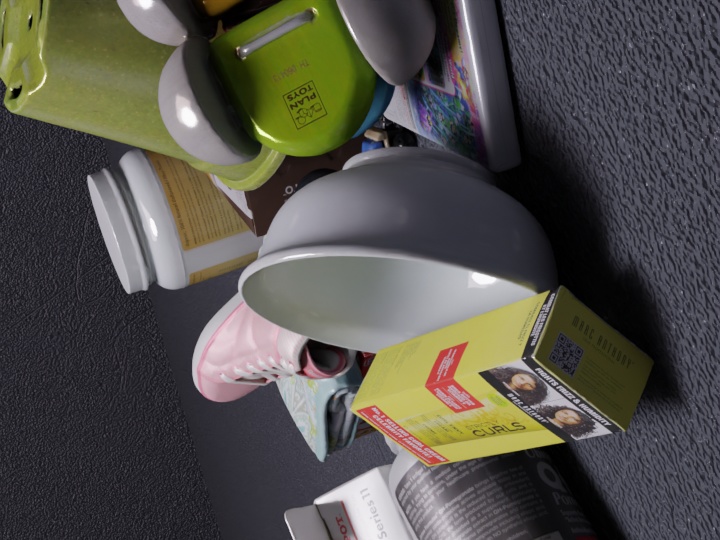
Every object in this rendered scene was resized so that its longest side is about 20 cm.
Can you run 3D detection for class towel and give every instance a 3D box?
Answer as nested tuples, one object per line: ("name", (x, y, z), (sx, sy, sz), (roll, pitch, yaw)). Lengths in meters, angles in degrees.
("towel", (-0.052, 0.073, 1.228), (0.200, 0.048, 0.171), (102, 144, -62))

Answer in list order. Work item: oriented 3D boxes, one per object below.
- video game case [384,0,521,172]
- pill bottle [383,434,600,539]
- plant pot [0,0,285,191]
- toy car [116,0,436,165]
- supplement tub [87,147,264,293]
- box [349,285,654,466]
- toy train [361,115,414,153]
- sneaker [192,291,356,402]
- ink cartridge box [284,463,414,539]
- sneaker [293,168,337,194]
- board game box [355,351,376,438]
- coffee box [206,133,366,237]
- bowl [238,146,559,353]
("video game case", (0.037, -0.175, 0.826), (0.182, 0.024, 0.200), (-141, 36, -63))
("pill bottle", (0.087, 0.161, 0.898), (0.111, 0.111, 0.200), (92, 154, -54))
("plant pot", (-0.156, -0.167, 0.951), (0.200, 0.184, 0.201), (-14, 73, 59))
("toy car", (-0.043, -0.164, 0.830), (0.200, 0.175, 0.150), (68, -161, 10))
("supplement tub", (-0.153, -0.066, 1.298), (0.145, 0.200, 0.145), (161, 90, -75))
("box", (0.076, 0.068, 0.776), (0.075, 0.050, 0.200), (38, 152, -17))
("toy train", (0.003, -0.134, 0.952), (0.034, 0.046, 0.200), (-146, 39, -66))
("sneaker", (-0.070, 0.069, 1.102), (0.200, 0.075, 0.105), (-51, 50, 31))
("ink cartridge box", (0.040, 0.206, 0.986), (0.200, 0.067, 0.117), (3, -120, -59))
("sneaker", (0.000, 0.000, 1.026), (0.200, 0.074, 0.088), (60, 180, -26))
("board game box", (-0.015, 0.053, 1.251), (0.200, 0.046, 0.152), (99, 148, -60))
("coffee box", (-0.078, -0.116, 1.137), (0.200, 0.114, 0.080), (-132, 27, -57))
("bowl", (0.031, -0.015, 0.796), (0.201, 0.201, 0.091), (120, 159, -71))
